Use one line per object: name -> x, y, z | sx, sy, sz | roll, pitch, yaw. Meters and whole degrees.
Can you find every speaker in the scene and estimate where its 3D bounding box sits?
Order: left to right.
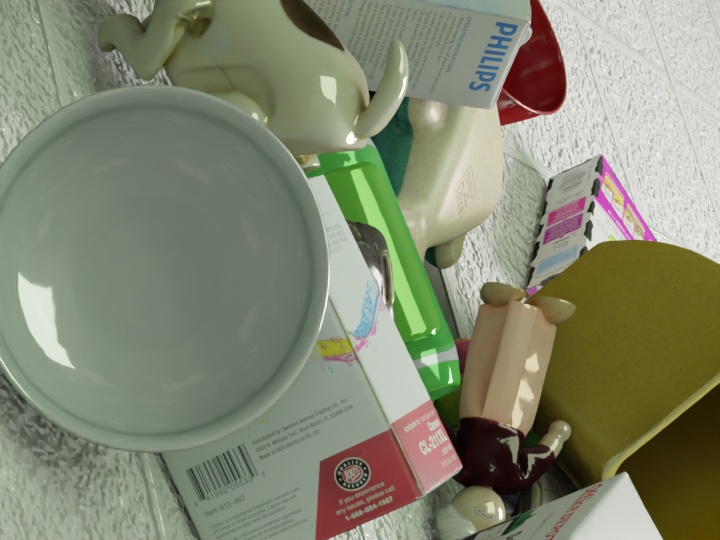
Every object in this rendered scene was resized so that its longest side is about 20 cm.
speaker -> 0.000, 0.000, 1.693 | 0.088, 0.088, 0.200 | 0, 67, -64

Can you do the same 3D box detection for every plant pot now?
plant pot -> 0.218, 0.092, 1.881 | 0.200, 0.194, 0.196 | 43, -14, 40

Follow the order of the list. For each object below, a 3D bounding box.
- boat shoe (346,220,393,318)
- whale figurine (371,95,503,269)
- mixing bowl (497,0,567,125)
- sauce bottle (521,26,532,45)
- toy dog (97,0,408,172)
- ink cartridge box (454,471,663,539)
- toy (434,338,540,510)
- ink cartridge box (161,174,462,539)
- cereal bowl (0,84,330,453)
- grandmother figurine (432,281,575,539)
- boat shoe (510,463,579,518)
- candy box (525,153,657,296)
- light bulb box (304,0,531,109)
boat shoe -> -0.003, 0.065, 1.535 | 0.073, 0.074, 0.201 | -13, 110, -41
whale figurine -> 0.036, -0.068, 1.831 | 0.200, 0.103, 0.159 | -60, 147, -45
mixing bowl -> 0.067, -0.190, 1.979 | 0.200, 0.108, 0.200 | 42, 32, -34
sauce bottle -> 0.081, -0.262, 1.890 | 0.066, 0.066, 0.200 | 18, 50, -59
toy dog -> -0.078, -0.160, 1.571 | 0.139, 0.194, 0.201 | -11, 85, -56
ink cartridge box -> 0.082, 0.212, 1.509 | 0.085, 0.200, 0.146 | 63, 23, -3
toy -> 0.073, 0.086, 1.804 | 0.200, 0.047, 0.115 | 43, 31, -40
ink cartridge box -> -0.051, 0.062, 1.450 | 0.200, 0.145, 0.083 | 65, 23, 1
cereal bowl -> -0.118, 0.001, 1.357 | 0.200, 0.200, 0.083 | 64, -9, 0
grandmother figurine -> 0.092, 0.112, 1.736 | 0.061, 0.121, 0.201 | 116, -14, -74
boat shoe -> 0.123, 0.205, 1.761 | 0.075, 0.073, 0.200 | 51, 21, -15
candy box -> 0.214, 0.006, 2.155 | 0.137, 0.061, 0.200 | 55, 25, -20
light bulb box -> 0.018, -0.242, 1.757 | 0.199, 0.125, 0.199 | 9, 61, -8
